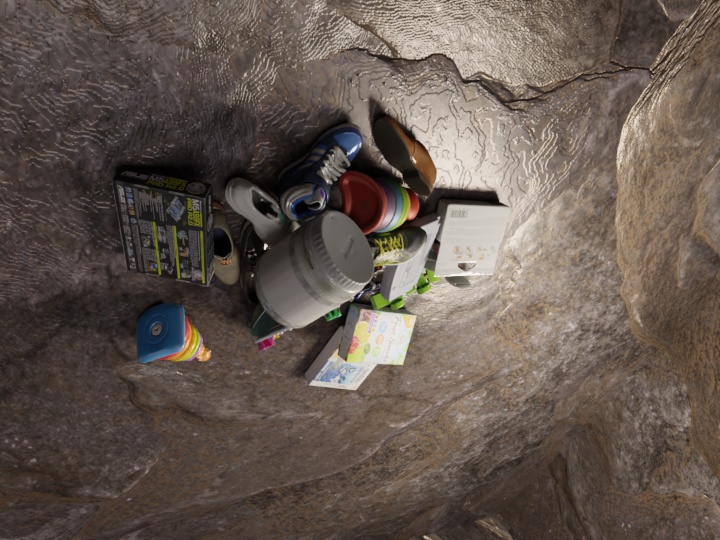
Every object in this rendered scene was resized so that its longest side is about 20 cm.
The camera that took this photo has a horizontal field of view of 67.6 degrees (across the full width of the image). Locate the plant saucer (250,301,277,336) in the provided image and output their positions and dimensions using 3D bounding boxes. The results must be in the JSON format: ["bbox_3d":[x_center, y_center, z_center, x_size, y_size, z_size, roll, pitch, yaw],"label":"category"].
[{"bbox_3d":[-0.177,0.062,1.191,0.200,0.039,0.201,-44,171,-8],"label":"plant saucer"}]

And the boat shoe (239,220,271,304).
[{"bbox_3d":[-0.214,-0.016,1.114,0.070,0.066,0.204,-4,133,-24],"label":"boat shoe"}]

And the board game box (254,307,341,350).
[{"bbox_3d":[-0.139,0.124,1.233,0.195,0.027,0.200,-23,-179,-6],"label":"board game box"}]

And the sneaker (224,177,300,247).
[{"bbox_3d":[-0.165,-0.098,1.019,0.199,0.087,0.077,39,70,-43],"label":"sneaker"}]

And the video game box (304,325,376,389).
[{"bbox_3d":[-0.034,0.250,1.506,0.179,0.047,0.202,13,124,-41],"label":"video game box"}]

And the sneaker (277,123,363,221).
[{"bbox_3d":[-0.063,-0.168,0.979,0.197,0.148,0.081,-33,132,8],"label":"sneaker"}]

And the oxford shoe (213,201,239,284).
[{"bbox_3d":[-0.275,-0.034,1.054,0.069,0.075,0.203,-19,138,-11],"label":"oxford shoe"}]

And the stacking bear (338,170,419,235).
[{"bbox_3d":[0.052,-0.134,1.098,0.198,0.111,0.126,-11,108,-56],"label":"stacking bear"}]

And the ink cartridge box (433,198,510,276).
[{"bbox_3d":[0.260,-0.078,1.302,0.195,0.043,0.179,-2,114,-29],"label":"ink cartridge box"}]

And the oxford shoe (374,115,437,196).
[{"bbox_3d":[0.093,-0.241,1.078,0.200,0.070,0.073,46,64,-41],"label":"oxford shoe"}]

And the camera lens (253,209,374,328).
[{"bbox_3d":[-0.091,0.002,1.006,0.198,0.164,0.158,-30,143,32],"label":"camera lens"}]

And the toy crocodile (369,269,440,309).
[{"bbox_3d":[0.115,0.041,1.372,0.196,0.062,0.069,-28,99,0],"label":"toy crocodile"}]

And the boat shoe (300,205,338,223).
[{"bbox_3d":[-0.076,-0.081,1.123,0.197,0.072,0.092,15,122,-41],"label":"boat shoe"}]

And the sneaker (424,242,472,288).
[{"bbox_3d":[0.204,-0.035,1.342,0.198,0.082,0.070,33,146,-27],"label":"sneaker"}]

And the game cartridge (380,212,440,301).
[{"bbox_3d":[0.110,-0.029,1.229,0.132,0.040,0.204,-27,143,-48],"label":"game cartridge"}]

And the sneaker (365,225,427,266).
[{"bbox_3d":[0.047,-0.040,1.103,0.194,0.077,0.085,-18,180,0],"label":"sneaker"}]

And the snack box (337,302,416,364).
[{"bbox_3d":[0.046,0.170,1.423,0.196,0.053,0.146,10,101,-37],"label":"snack box"}]

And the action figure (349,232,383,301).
[{"bbox_3d":[0.000,0.000,1.262,0.193,0.106,0.199,-40,167,23],"label":"action figure"}]

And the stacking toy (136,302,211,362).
[{"bbox_3d":[-0.387,0.159,1.178,0.113,0.113,0.201,-17,152,11],"label":"stacking toy"}]

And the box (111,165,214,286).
[{"bbox_3d":[-0.341,-0.072,0.951,0.155,0.045,0.204,10,131,-3],"label":"box"}]
